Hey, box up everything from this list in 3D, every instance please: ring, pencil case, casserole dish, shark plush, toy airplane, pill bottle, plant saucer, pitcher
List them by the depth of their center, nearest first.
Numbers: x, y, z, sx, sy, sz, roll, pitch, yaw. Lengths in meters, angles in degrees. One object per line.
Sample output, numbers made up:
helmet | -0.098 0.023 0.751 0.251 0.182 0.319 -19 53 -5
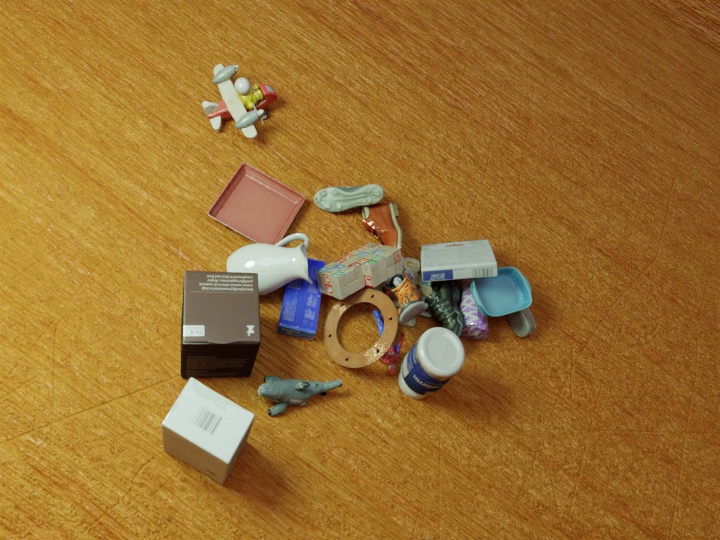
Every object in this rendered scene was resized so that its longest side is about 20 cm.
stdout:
shark plush | -0.136 0.278 1.434 0.194 0.084 0.093 8 59 -13
pill bottle | 0.160 0.226 1.491 0.112 0.201 0.119 7 59 -12
ring | 0.001 0.140 1.534 0.195 0.019 0.205 -13 59 21
pitcher | -0.218 -0.023 1.544 0.194 0.124 0.174 -9 36 3
casserole dish | 0.363 0.060 1.652 0.196 0.039 0.124 -10 70 -32
plant saucer | -0.271 -0.162 1.664 0.196 0.037 0.202 28 57 -1
pencil case | 0.308 0.081 1.689 0.082 0.085 0.205 19 58 -21
toy airplane | -0.344 -0.474 1.752 0.196 0.142 0.203 23 58 -5

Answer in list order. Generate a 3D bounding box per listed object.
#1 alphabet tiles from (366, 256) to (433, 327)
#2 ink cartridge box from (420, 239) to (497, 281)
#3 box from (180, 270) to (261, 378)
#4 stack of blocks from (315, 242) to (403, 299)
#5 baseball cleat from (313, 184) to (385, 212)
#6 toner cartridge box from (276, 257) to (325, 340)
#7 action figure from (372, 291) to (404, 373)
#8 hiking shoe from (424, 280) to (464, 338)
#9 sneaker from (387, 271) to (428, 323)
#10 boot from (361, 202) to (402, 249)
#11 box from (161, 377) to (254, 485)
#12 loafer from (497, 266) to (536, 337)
alphabet tiles | 0.107 0.049 1.682 0.190 0.015 0.205 16 58 -12
ink cartridge box | 0.256 -0.027 1.679 0.190 0.045 0.201 -5 18 7
box | -0.312 0.123 1.394 0.161 0.201 0.168 2 60 -17
stack of blocks | 0.000 0.000 1.577 0.198 0.060 0.114 -28 28 -36
baseball cleat | -0.028 -0.199 1.752 0.194 0.106 0.072 -2 95 8
toner cartridge box | -0.146 0.064 1.574 0.092 0.043 0.205 13 58 -10
action figure | 0.070 0.148 1.560 0.063 0.099 0.206 -3 74 -17
hiking shoe | 0.210 0.106 1.648 0.098 0.076 0.204 15 48 -18
sneaker | 0.105 0.064 1.567 0.077 0.200 0.113 -36 81 6
boot | 0.057 -0.104 1.714 0.104 0.076 0.203 1 46 -13
box | -0.309 0.329 1.279 0.150 0.201 0.108 29 58 0
loafer | 0.423 0.084 1.744 0.062 0.072 0.205 -7 69 -41
